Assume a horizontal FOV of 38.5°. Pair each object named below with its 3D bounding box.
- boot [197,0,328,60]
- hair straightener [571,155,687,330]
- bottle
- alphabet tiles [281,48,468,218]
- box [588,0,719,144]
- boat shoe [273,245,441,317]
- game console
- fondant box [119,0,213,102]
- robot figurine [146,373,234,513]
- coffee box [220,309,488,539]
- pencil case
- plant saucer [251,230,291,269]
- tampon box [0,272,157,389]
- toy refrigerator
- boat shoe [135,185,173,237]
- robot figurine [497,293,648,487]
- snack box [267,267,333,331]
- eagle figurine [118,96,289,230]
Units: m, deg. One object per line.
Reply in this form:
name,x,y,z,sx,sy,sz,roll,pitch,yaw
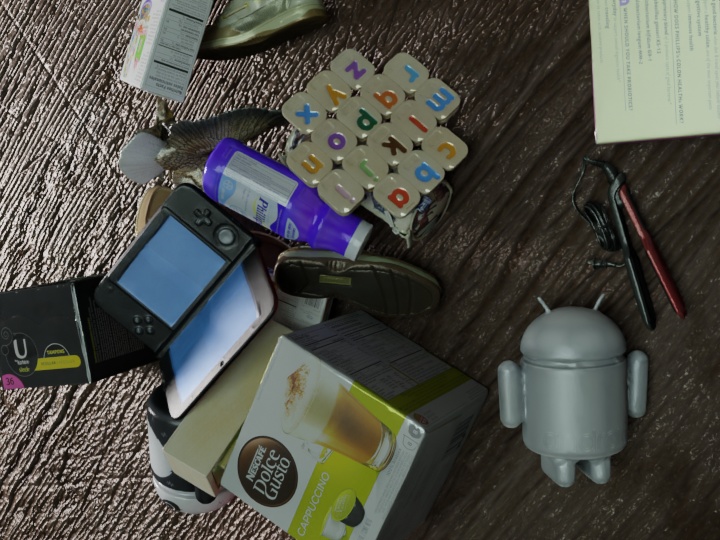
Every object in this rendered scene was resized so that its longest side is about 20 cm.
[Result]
boot,-0.139,-0.348,1.250,0.199,0.072,0.156,-12,89,30
hair straightener,0.273,-0.028,1.102,0.077,0.041,0.201,-27,85,27
bottle,-0.083,-0.077,1.179,0.199,0.084,0.066,28,65,4
alphabet tiles,0.016,-0.156,1.163,0.195,0.015,0.200,41,74,15
box,0.335,-0.221,1.015,0.198,0.097,0.178,-2,96,28
boat shoe,0.000,0.000,1.227,0.198,0.076,0.072,13,118,2
game console,-0.206,0.034,1.176,0.172,0.119,0.200,40,109,-9
fondant box,-0.227,-0.313,1.248,0.144,0.058,0.201,32,105,64
robot figurine,-0.212,0.213,1.319,0.124,0.150,0.202,10,115,19
coffee box,-0.005,0.189,1.182,0.197,0.200,0.201,31,109,20
pencil case,0.004,-0.110,1.200,0.199,0.089,0.078,31,146,19
plant saucer,-0.130,0.048,1.319,0.199,0.034,0.202,4,99,27
tampon box,-0.351,0.071,1.340,0.149,0.200,0.127,-7,94,28
toy refrigerator,-0.142,0.159,1.213,0.070,0.076,0.201,27,63,16
boat shoe,-0.246,-0.024,1.314,0.065,0.071,0.202,133,135,-57
robot figurine,0.229,0.126,1.105,0.168,0.113,0.202,-5,97,-12
snack box,-0.129,0.030,1.284,0.199,0.024,0.072,22,108,22
eagle figurine,-0.179,-0.146,1.269,0.199,0.152,0.152,23,86,27
